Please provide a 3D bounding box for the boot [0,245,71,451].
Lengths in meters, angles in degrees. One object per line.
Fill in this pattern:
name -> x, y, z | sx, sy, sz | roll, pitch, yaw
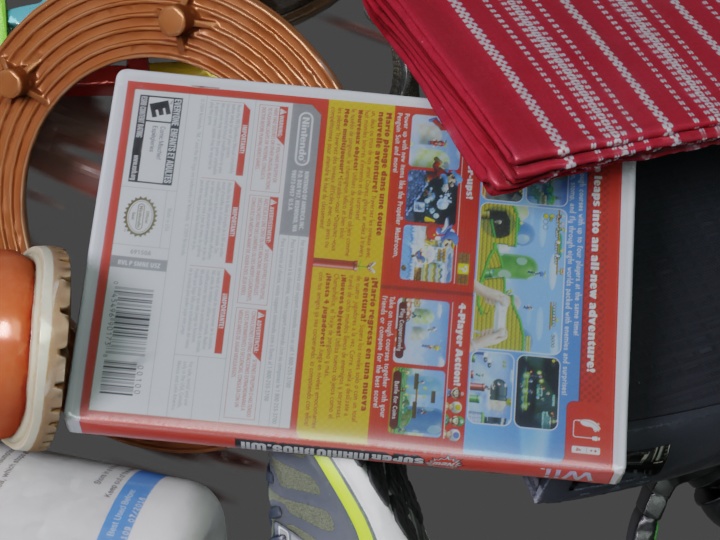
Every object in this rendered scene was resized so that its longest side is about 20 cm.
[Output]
boot -> -0.173, 0.026, 0.730 | 0.107, 0.200, 0.075 | 7, 83, -28

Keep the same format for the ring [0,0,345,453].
ring -> -0.085, -0.022, 0.797 | 0.200, 0.019, 0.201 | 5, 102, 22

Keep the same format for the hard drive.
hard drive -> 0.134, 0.006, 0.776 | 0.199, 0.042, 0.135 | -14, 68, -24

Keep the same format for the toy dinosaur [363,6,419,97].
toy dinosaur -> 0.021, -0.010, 0.834 | 0.077, 0.102, 0.200 | -27, 75, 7

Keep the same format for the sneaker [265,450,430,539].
sneaker -> -0.013, 0.114, 0.742 | 0.081, 0.074, 0.200 | -28, 86, 8

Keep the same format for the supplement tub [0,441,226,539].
supplement tub -> -0.161, 0.127, 0.748 | 0.199, 0.132, 0.132 | 11, 80, 8

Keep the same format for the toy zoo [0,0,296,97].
toy zoo -> -0.105, -0.143, 0.869 | 0.199, 0.020, 0.132 | -3, 81, -7

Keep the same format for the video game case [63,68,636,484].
video game case -> 0.000, 0.000, 0.719 | 0.199, 0.017, 0.143 | 5, 66, 0

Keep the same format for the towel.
towel -> 0.112, -0.091, 0.763 | 0.199, 0.023, 0.145 | -11, 43, -20

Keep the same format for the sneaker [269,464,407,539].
sneaker -> -0.024, 0.132, 0.810 | 0.079, 0.074, 0.201 | 10, 80, 0

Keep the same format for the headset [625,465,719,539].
headset -> 0.194, 0.090, 0.854 | 0.123, 0.094, 0.200 | 28, 94, -1

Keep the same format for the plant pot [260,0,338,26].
plant pot -> -0.059, -0.215, 0.775 | 0.200, 0.198, 0.201 | 1, 80, -7
